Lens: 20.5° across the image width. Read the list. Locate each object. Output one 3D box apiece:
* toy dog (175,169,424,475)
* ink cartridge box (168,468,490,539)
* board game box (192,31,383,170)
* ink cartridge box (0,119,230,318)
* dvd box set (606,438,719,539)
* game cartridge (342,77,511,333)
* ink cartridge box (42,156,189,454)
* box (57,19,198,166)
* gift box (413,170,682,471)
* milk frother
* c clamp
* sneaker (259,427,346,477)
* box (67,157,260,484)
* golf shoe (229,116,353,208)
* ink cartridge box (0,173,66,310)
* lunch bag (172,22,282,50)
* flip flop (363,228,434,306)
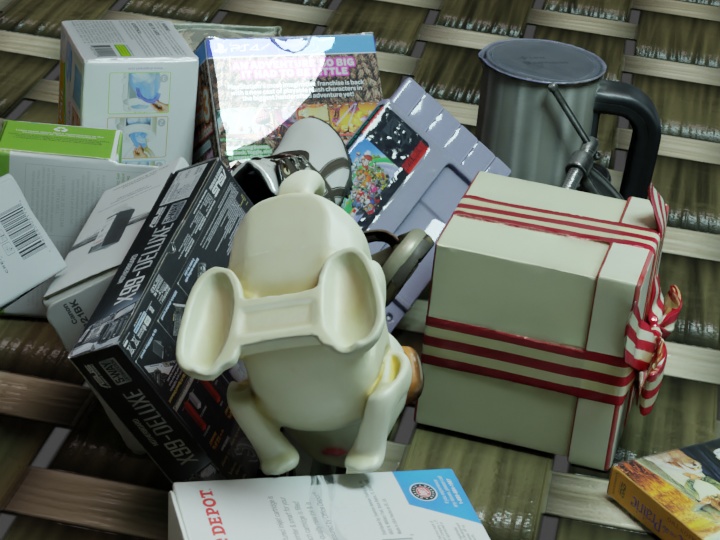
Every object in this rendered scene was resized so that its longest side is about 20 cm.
[{"bbox_3d":[-0.033,0.053,1.355,0.138,0.201,0.195,-16,51,7],"label":"toy dog"},{"bbox_3d":[-0.018,0.202,1.281,0.198,0.085,0.146,-2,26,-14],"label":"ink cartridge box"},{"bbox_3d":[-0.063,-0.096,1.737,0.158,0.202,0.097,-4,-10,-22],"label":"board game box"},{"bbox_3d":[-0.205,-0.037,1.662,0.198,0.149,0.076,4,24,-6],"label":"ink cartridge box"},{"bbox_3d":[0.295,0.187,1.445,0.145,0.030,0.200,-9,29,-28],"label":"dvd box set"},{"bbox_3d":[0.027,-0.054,1.692,0.201,0.130,0.038,-52,13,-22],"label":"game cartridge"},{"bbox_3d":[-0.154,0.024,1.532,0.083,0.145,0.200,-23,21,18],"label":"ink cartridge box"},{"bbox_3d":[-0.208,-0.107,1.744,0.100,0.202,0.113,-3,25,-19],"label":"box"},{"bbox_3d":[0.155,0.028,1.559,0.185,0.202,0.185,13,31,11],"label":"gift box"},{"bbox_3d":[0.176,-0.125,1.879,0.178,0.190,0.200,-1,26,-15],"label":"milk frother"},{"bbox_3d":[0.182,-0.035,1.722,0.027,0.171,0.201,-18,36,42],"label":"c clamp"},{"bbox_3d":[-0.035,0.094,1.513,0.088,0.075,0.200,13,26,9],"label":"sneaker"},{"bbox_3d":[-0.109,0.043,1.423,0.049,0.158,0.201,-15,35,34],"label":"box"},{"bbox_3d":[-0.060,-0.070,1.599,0.077,0.095,0.201,-9,42,21],"label":"golf shoe"},{"bbox_3d":[-0.344,0.032,1.439,0.199,0.084,0.175,-29,4,36],"label":"ink cartridge box"},{"bbox_3d":[-0.171,-0.142,1.863,0.198,0.166,0.118,0,25,-13],"label":"lunch bag"},{"bbox_3d":[0.000,0.000,1.550,0.057,0.082,0.200,34,-16,-7],"label":"flip flop"}]
